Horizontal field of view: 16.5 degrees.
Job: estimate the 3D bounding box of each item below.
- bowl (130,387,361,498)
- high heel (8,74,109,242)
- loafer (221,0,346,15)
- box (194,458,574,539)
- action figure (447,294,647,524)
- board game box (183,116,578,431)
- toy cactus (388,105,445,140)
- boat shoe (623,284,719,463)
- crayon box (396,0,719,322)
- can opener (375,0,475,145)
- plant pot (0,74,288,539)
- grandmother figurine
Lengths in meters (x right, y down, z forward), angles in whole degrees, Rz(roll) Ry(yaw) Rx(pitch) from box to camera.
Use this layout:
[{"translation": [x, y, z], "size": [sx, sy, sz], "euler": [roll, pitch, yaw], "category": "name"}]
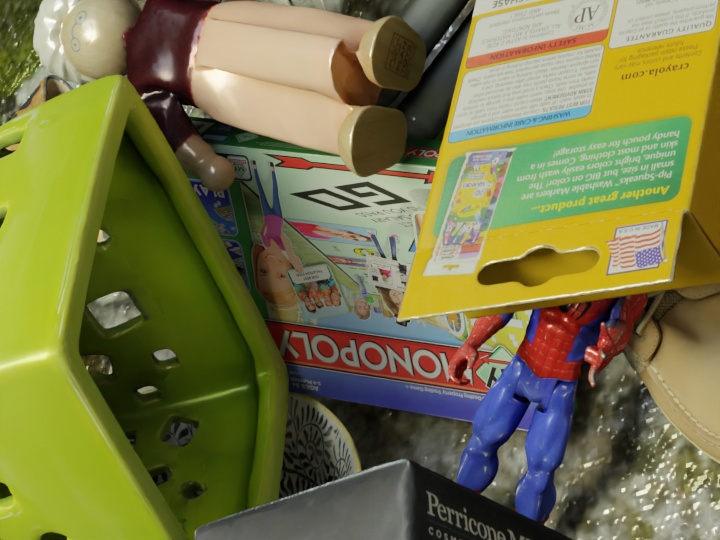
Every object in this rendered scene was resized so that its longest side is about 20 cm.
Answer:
[{"translation": [-0.083, 0.152, 1.189], "size": [0.200, 0.094, 0.201], "euler": [-13, 36, 9], "category": "bowl"}, {"translation": [-0.141, -0.062, 1.388], "size": [0.200, 0.071, 0.143], "euler": [-17, 65, 48], "category": "high heel"}, {"translation": [-0.035, -0.105, 1.261], "size": [0.070, 0.200, 0.070], "euler": [-25, 87, -4], "category": "loafer"}, {"translation": [0.037, 0.207, 0.993], "size": [0.117, 0.196, 0.201], "euler": [-22, 55, 34], "category": "box"}, {"translation": [0.068, 0.062, 1.060], "size": [0.065, 0.099, 0.200], "euler": [25, 114, 14], "category": "action figure"}, {"translation": [0.000, 0.000, 1.162], "size": [0.200, 0.135, 0.029], "euler": [7, 31, 32], "category": "board game box"}, {"translation": [0.040, -0.041, 1.205], "size": [0.200, 0.102, 0.165], "euler": [-43, 55, 6], "category": "toy cactus"}, {"translation": [0.131, 0.009, 1.100], "size": [0.071, 0.064, 0.200], "euler": [-46, 45, 17], "category": "boat shoe"}, {"translation": [0.098, -0.056, 1.020], "size": [0.125, 0.052, 0.200], "euler": [-9, 50, 32], "category": "crayon box"}, {"translation": [0.061, -0.138, 1.178], "size": [0.200, 0.053, 0.066], "euler": [-55, 12, -26], "category": "can opener"}, {"translation": [-0.154, 0.064, 1.099], "size": [0.181, 0.200, 0.199], "euler": [-17, 35, 16], "category": "plant pot"}, {"translation": [-0.067, -0.100, 1.134], "size": [0.200, 0.061, 0.122], "euler": [12, 80, 33], "category": "grandmother figurine"}]
